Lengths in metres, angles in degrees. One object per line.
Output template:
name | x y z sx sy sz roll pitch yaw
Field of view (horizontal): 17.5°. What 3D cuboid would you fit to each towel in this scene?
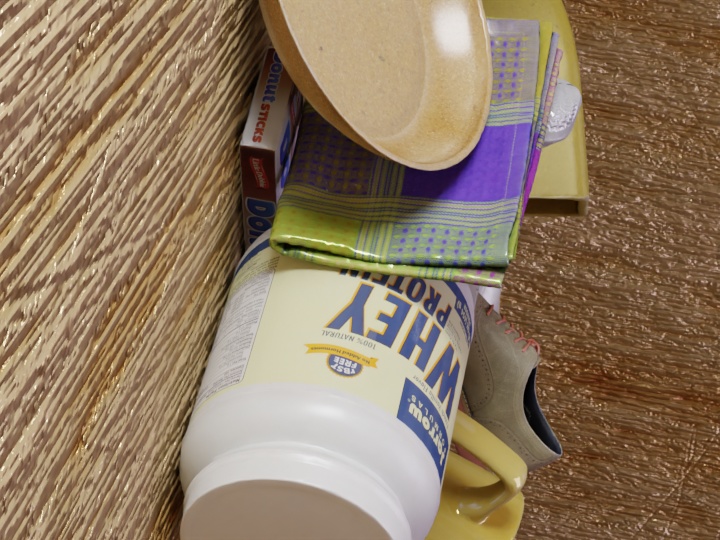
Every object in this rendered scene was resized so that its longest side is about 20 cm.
towel | 0.032 -0.077 1.336 0.023 0.143 0.201 86 15 -49

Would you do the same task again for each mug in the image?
mug | 0.017 0.151 1.572 0.187 0.153 0.149 -51 -172 13

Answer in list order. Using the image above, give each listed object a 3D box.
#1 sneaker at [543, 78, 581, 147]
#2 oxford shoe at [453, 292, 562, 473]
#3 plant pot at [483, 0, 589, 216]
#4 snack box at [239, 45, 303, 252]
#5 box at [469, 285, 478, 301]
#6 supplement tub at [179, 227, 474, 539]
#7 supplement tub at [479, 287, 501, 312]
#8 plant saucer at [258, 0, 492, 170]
sneaker | 0.079 -0.073 1.466 0.200 0.075 0.115 -134 -127 -71
oxford shoe | 0.088 0.047 1.621 0.070 0.074 0.201 -48 122 -64
plant pot | 0.088 -0.150 1.896 0.194 0.194 0.201 30 61 -84
snack box | -0.051 -0.046 1.397 0.200 0.024 0.072 91 11 -59
box | 0.026 0.046 1.555 0.200 0.039 0.042 128 -20 -61
supplement tub | -0.019 0.080 1.307 0.145 0.144 0.201 94 7 -46
supplement tub | 0.036 0.018 1.788 0.200 0.145 0.146 83 17 -71
plant saucer | 0.001 -0.146 1.284 0.200 0.035 0.201 29 52 -44
